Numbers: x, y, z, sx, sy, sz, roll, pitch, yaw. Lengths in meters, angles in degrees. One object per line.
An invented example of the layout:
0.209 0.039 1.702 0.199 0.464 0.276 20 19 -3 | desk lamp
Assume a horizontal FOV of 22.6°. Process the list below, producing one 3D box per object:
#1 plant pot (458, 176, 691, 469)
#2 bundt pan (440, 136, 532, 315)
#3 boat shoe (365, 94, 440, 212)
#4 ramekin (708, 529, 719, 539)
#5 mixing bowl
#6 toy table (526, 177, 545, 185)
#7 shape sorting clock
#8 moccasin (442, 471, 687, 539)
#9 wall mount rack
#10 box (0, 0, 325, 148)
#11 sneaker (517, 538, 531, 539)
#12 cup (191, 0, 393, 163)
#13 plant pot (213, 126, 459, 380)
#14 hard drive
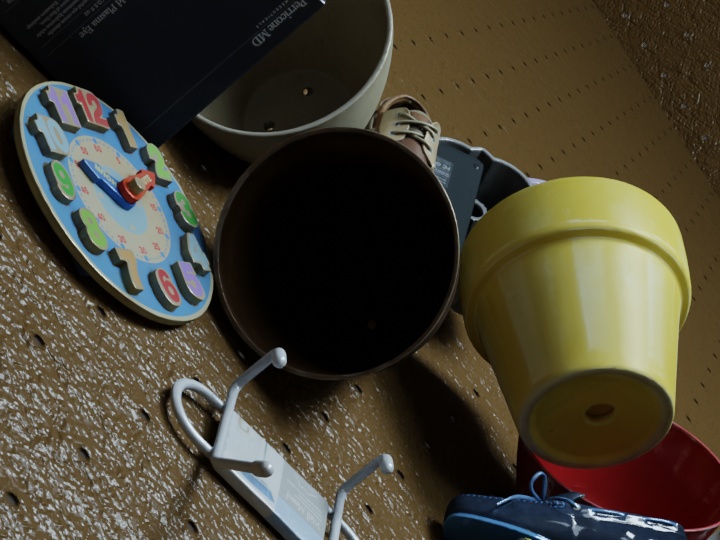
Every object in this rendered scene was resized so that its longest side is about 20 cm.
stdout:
0.188 0.056 1.521 0.201 0.200 0.190 39 31 -34 | plant pot
0.093 -0.034 1.730 0.201 0.076 0.203 16 41 -15 | bundt pan
0.032 -0.107 1.553 0.075 0.072 0.200 28 16 -14 | boat shoe
0.396 0.352 1.805 0.200 0.098 0.201 46 20 -22 | ramekin
0.213 0.204 1.571 0.199 0.109 0.200 16 26 -8 | mixing bowl
0.221 -0.006 1.935 0.199 0.184 0.117 33 8 -17 | toy table
-0.170 -0.050 1.281 0.200 0.039 0.200 45 21 -22 | shape sorting clock
0.164 0.212 1.440 0.199 0.081 0.068 17 52 -4 | moccasin
-0.039 0.142 1.192 0.200 0.074 0.174 46 20 -17 | wall mount rack
-0.156 -0.222 1.370 0.182 0.200 0.104 46 19 -20 | box
0.163 0.290 1.403 0.200 0.076 0.075 43 10 -20 | sneaker
-0.063 -0.165 1.550 0.143 0.199 0.201 75 -11 -62 | cup
0.000 0.000 1.417 0.188 0.186 0.200 57 5 13 | plant pot
0.032 -0.061 1.635 0.139 0.033 0.201 25 39 -5 | hard drive
